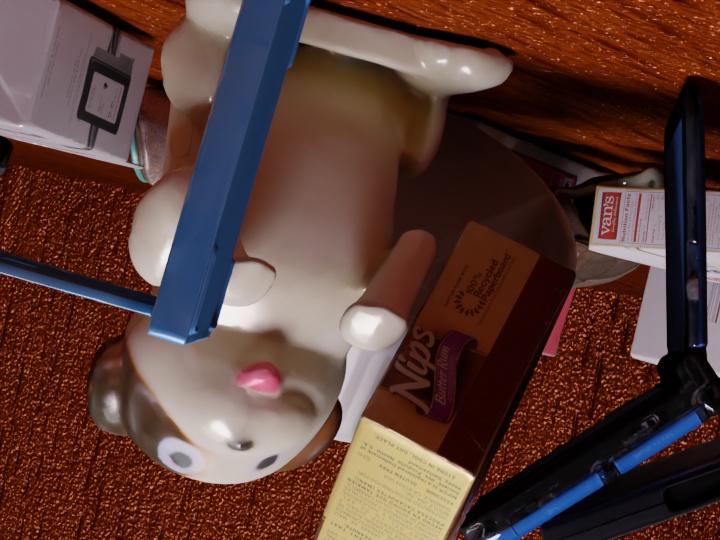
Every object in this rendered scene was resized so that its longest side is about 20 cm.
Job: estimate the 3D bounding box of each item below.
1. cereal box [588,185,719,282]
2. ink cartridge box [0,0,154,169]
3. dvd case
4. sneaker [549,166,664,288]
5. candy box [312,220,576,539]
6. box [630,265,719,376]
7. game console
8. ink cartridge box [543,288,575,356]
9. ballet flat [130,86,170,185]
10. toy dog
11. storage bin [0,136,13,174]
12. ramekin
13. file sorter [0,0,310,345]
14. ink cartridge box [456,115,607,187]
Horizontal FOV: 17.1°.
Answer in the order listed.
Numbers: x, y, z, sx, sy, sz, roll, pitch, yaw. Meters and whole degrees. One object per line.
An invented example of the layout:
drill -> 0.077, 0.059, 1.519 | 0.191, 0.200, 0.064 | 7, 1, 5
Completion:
cereal box -> 0.239, -0.012, 1.250 | 0.199, 0.040, 0.144 | 4, 174, 38
ink cartridge box -> -0.181, -0.104, 1.226 | 0.115, 0.068, 0.200 | 14, 179, 12
dvd case -> 0.177, 0.076, 1.023 | 0.199, 0.018, 0.143 | -21, 177, 9
sneaker -> 0.084, -0.014, 1.307 | 0.199, 0.071, 0.076 | -22, 159, -29
candy box -> 0.026, 0.085, 1.041 | 0.056, 0.117, 0.200 | 27, 144, 5
box -> 0.285, 0.028, 1.430 | 0.152, 0.107, 0.199 | 11, 178, 41
game console -> 0.095, 0.023, 1.018 | 0.170, 0.119, 0.200 | -32, 175, 3
ink cartridge box -> 0.029, -0.026, 1.510 | 0.199, 0.083, 0.147 | 13, -165, -10
ballet flat -> -0.115, -0.091, 1.601 | 0.067, 0.069, 0.200 | -6, -176, 0
toy dog -> -0.049, -0.011, 1.010 | 0.139, 0.201, 0.194 | 14, 178, -31
storage bin -> -0.304, -0.081, 1.339 | 0.199, 0.094, 0.135 | 34, -174, -10
ramekin -> 0.000, 0.000, 1.186 | 0.201, 0.095, 0.203 | 13, -145, -9
file sorter -> -0.092, -0.059, 0.816 | 0.122, 0.140, 0.200 | 16, 179, -2
ink cartridge box -> 0.071, -0.061, 1.386 | 0.094, 0.037, 0.200 | 13, -179, 32
